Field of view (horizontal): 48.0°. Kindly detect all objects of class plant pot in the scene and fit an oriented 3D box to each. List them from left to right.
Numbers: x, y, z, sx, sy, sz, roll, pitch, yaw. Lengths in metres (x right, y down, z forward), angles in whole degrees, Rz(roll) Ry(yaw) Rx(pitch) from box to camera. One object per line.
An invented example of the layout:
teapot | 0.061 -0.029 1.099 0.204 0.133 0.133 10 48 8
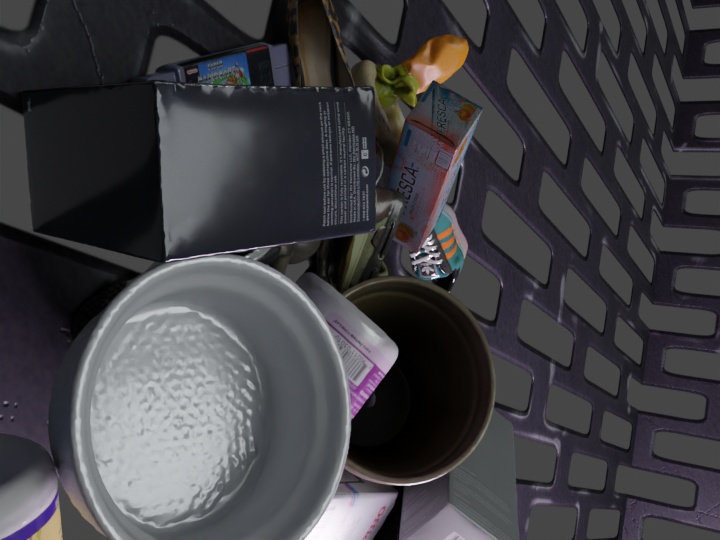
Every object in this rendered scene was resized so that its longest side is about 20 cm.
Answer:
plant pot | 0.024 0.125 0.859 0.174 0.195 0.205 127 -18 -71

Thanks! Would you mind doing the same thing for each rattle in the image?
rattle | 0.056 -0.173 0.899 0.201 0.139 0.133 -76 158 -64

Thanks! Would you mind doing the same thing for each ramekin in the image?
ramekin | -0.110 0.097 0.546 0.197 0.097 0.206 8 77 -36

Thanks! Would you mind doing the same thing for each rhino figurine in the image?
rhino figurine | -0.089 -0.022 0.804 0.198 0.059 0.090 -14 110 -56

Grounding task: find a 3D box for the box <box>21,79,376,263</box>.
box | -0.117 -0.078 0.583 0.179 0.197 0.107 -9 103 -43

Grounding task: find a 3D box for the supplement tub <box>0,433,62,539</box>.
supplement tub | -0.252 0.219 0.491 0.144 0.142 0.206 -17 109 -56

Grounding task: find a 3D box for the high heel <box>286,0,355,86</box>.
high heel | -0.037 -0.186 0.785 0.144 0.070 0.203 76 1 -50

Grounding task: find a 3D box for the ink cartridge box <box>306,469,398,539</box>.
ink cartridge box | -0.067 0.260 0.814 0.149 0.085 0.199 -57 149 4

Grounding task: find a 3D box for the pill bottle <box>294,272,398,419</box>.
pill bottle | -0.066 0.113 0.688 0.201 0.112 0.112 -51 141 -5

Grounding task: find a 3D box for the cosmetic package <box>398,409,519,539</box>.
cosmetic package | 0.109 0.227 0.882 0.106 0.090 0.201 38 26 -12

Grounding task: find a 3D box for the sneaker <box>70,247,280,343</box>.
sneaker | -0.148 0.025 0.688 0.198 0.073 0.081 -36 135 -25

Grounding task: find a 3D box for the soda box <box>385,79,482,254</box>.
soda box | 0.070 -0.107 0.888 0.069 0.063 0.201 -55 171 -31

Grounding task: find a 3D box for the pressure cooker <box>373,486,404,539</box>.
pressure cooker | 0.048 0.329 0.981 0.179 0.176 0.200 -61 144 -7

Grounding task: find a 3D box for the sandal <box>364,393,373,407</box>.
sandal | 0.025 0.110 1.026 0.203 0.042 0.077 -65 143 -30

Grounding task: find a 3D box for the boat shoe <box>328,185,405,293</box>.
boat shoe | 0.000 -0.001 0.875 0.072 0.064 0.204 -104 -155 -53

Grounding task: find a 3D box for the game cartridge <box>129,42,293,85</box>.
game cartridge | -0.123 -0.136 0.755 0.199 0.038 0.133 -36 128 -51

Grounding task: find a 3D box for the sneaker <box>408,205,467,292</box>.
sneaker | 0.097 -0.034 1.096 0.200 0.070 0.082 43 54 -54
